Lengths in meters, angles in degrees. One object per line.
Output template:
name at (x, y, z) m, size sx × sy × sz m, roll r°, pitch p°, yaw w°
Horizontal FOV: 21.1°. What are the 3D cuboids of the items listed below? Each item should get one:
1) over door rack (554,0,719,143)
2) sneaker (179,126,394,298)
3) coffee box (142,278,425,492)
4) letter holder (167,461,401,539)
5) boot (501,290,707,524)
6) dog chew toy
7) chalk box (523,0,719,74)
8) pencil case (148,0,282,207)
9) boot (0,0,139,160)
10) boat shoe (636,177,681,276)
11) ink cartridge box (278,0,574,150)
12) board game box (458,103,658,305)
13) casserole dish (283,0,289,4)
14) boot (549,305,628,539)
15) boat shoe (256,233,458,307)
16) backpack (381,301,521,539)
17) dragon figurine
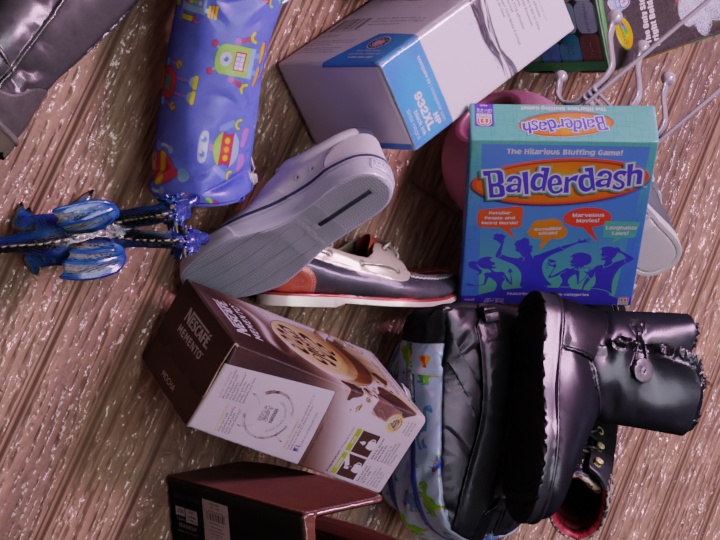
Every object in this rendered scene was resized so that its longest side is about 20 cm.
over door rack at (0.273, -0.183, 1.645) m, size 0.148 × 0.199 × 0.067 m, roll 31°, pitch 33°, yaw -57°
sneaker at (-0.059, -0.045, 1.548) m, size 0.073 × 0.199 × 0.071 m, roll 47°, pitch 23°, yaw -38°
coffee box at (-0.062, 0.094, 1.556) m, size 0.199 × 0.113 × 0.080 m, roll 23°, pitch 105°, yaw -35°
letter holder at (-0.040, 0.212, 1.538) m, size 0.141 × 0.199 × 0.101 m, roll -10°, pitch 99°, yaw -35°
boot at (0.210, 0.122, 1.623) m, size 0.167 × 0.076 × 0.202 m, roll 11°, pitch 74°, yaw -21°
dog chew toy at (0.154, -0.062, 1.714) m, size 0.125 × 0.124 × 0.200 m, roll -49°, pitch 127°, yaw -22°
chalk box at (0.211, -0.249, 1.735) m, size 0.199 × 0.124 × 0.126 m, roll -20°, pitch 106°, yaw -32°
pencil case at (-0.112, -0.145, 1.513) m, size 0.086 × 0.078 × 0.201 m, roll 5°, pitch 104°, yaw -19°
boot at (-0.257, -0.206, 1.430) m, size 0.200 × 0.072 × 0.182 m, roll -53°, pitch 134°, yaw -13°
boat shoe at (0.217, -0.075, 1.667) m, size 0.072 × 0.062 × 0.200 m, roll -26°, pitch 132°, yaw 15°
ink cartridge box at (0.056, -0.187, 1.611) m, size 0.200 × 0.145 × 0.084 m, roll -38°, pitch 115°, yaw -28°
board game box at (0.161, -0.052, 1.607) m, size 0.201 × 0.151 × 0.045 m, roll 90°, pitch 1°, yaw -48°
casserole dish at (-0.062, -0.299, 1.584) m, size 0.200 × 0.039 × 0.122 m, roll -43°, pitch 116°, yaw -26°
boot at (0.200, 0.120, 1.707) m, size 0.073 × 0.154 × 0.205 m, roll 5°, pitch 122°, yaw 3°
boat shoe at (0.000, 0.000, 1.636) m, size 0.199 × 0.071 × 0.063 m, roll 2°, pitch 90°, yaw -32°
backpack at (0.092, 0.137, 1.677) m, size 0.163 × 0.153 × 0.202 m, roll 2°, pitch 77°, yaw -45°
dragon figurine at (-0.213, -0.025, 1.458) m, size 0.199 × 0.099 × 0.059 m, roll -13°, pitch 100°, yaw -34°
